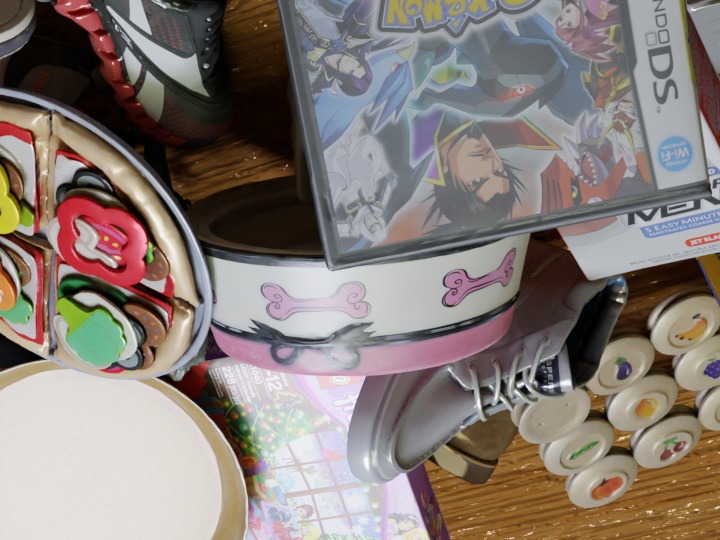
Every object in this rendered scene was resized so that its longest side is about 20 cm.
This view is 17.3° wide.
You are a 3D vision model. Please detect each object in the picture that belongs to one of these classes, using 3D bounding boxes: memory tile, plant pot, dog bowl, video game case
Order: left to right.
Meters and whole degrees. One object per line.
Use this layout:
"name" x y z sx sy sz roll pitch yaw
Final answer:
"plant pot" -0.165 0.135 1.412 0.198 0.028 0.202 1 116 1
"dog bowl" 0.000 0.000 1.306 0.198 0.200 0.074 -1 105 5
"video game case" 0.064 -0.106 1.168 0.198 0.026 0.182 -11 104 -1
"memory tile" 0.199 0.070 1.491 0.199 0.017 0.153 -32 139 4

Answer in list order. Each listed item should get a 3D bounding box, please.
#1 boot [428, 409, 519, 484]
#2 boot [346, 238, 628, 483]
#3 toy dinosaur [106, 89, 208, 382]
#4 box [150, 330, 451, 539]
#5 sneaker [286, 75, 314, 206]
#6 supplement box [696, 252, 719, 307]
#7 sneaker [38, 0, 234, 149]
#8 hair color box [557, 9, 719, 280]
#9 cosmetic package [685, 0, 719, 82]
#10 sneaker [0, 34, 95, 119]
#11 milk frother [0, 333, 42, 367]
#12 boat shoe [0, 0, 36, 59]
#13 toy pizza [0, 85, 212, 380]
"boot" 0.016 0.054 1.463 0.199 0.074 0.076 28 110 -19
"boot" 0.078 0.054 1.370 0.095 0.200 0.074 14 140 32
"toy dinosaur" -0.117 -0.038 1.345 0.047 0.088 0.201 -17 120 -6
"box" -0.033 0.121 1.430 0.136 0.039 0.201 -11 119 18
"sneaker" 0.012 -0.107 1.246 0.074 0.088 0.200 11 144 -10
"supplement box" 0.298 0.052 1.425 0.109 0.109 0.200 -29 138 10
"sneaker" -0.098 -0.133 1.225 0.097 0.071 0.201 -8 144 18
"hair color box" 0.144 -0.080 1.302 0.110 0.064 0.200 -12 142 21
"cosmetic package" 0.240 -0.117 1.222 0.106 0.091 0.200 -15 139 19
"sneaker" -0.194 -0.060 1.339 0.079 0.074 0.201 4 146 -12
"milk frother" -0.186 0.140 1.498 0.187 0.201 0.181 -5 136 34
"boat shoe" -0.252 -0.121 1.250 0.198 0.073 0.063 -3 142 21
"toy pizza" -0.170 -0.012 1.272 0.199 0.032 0.201 19 137 18
